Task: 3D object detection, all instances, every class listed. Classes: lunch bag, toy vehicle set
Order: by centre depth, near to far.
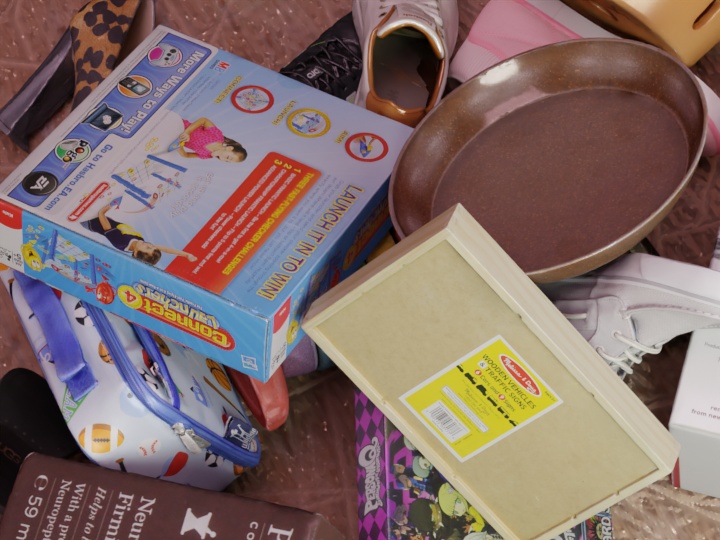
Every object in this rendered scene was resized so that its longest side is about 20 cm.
[{"bbox_3d":[0.075,0.067,1.493,0.200,0.124,0.027,47,36,-14],"label":"toy vehicle set"},{"bbox_3d":[-0.147,0.055,1.615,0.076,0.160,0.200,-39,53,9],"label":"lunch bag"}]

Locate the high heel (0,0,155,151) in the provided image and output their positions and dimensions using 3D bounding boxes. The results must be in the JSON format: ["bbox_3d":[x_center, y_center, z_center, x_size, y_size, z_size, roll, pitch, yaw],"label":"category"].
[{"bbox_3d":[-0.144,-0.103,1.733,0.200,0.071,0.143,39,86,28],"label":"high heel"}]

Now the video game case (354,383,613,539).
[{"bbox_3d":[0.078,0.141,1.574,0.181,0.036,0.200,14,65,-34],"label":"video game case"}]

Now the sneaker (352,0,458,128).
[{"bbox_3d":[0.036,-0.160,1.683,0.073,0.085,0.200,12,56,-11],"label":"sneaker"}]

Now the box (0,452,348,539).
[{"bbox_3d":[-0.110,0.225,1.546,0.200,0.164,0.166,9,71,22],"label":"box"}]

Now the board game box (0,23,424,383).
[{"bbox_3d":[-0.093,-0.046,1.582,0.196,0.056,0.200,24,47,17],"label":"board game box"}]

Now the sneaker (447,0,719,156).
[{"bbox_3d":[0.144,-0.106,1.692,0.200,0.075,0.105,33,73,26],"label":"sneaker"}]

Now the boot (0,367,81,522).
[{"bbox_3d":[-0.265,0.159,1.643,0.069,0.200,0.174,43,113,-5],"label":"boot"}]

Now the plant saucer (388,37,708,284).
[{"bbox_3d":[0.115,-0.060,1.536,0.200,0.035,0.200,-16,42,15],"label":"plant saucer"}]

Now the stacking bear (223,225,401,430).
[{"bbox_3d":[0.000,0.000,1.660,0.200,0.122,0.114,-23,24,-12],"label":"stacking bear"}]

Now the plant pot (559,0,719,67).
[{"bbox_3d":[0.193,-0.225,1.673,0.200,0.200,0.140,34,88,18],"label":"plant pot"}]

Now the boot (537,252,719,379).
[{"bbox_3d":[0.157,0.043,1.517,0.073,0.200,0.096,18,82,-29],"label":"boot"}]

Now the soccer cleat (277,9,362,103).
[{"bbox_3d":[-0.036,-0.112,1.717,0.068,0.081,0.200,40,78,19],"label":"soccer cleat"}]

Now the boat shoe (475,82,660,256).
[{"bbox_3d":[0.135,-0.027,1.650,0.068,0.072,0.200,-38,94,7],"label":"boat shoe"}]

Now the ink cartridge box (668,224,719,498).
[{"bbox_3d":[0.254,0.032,1.588,0.084,0.144,0.200,14,72,12],"label":"ink cartridge box"}]
